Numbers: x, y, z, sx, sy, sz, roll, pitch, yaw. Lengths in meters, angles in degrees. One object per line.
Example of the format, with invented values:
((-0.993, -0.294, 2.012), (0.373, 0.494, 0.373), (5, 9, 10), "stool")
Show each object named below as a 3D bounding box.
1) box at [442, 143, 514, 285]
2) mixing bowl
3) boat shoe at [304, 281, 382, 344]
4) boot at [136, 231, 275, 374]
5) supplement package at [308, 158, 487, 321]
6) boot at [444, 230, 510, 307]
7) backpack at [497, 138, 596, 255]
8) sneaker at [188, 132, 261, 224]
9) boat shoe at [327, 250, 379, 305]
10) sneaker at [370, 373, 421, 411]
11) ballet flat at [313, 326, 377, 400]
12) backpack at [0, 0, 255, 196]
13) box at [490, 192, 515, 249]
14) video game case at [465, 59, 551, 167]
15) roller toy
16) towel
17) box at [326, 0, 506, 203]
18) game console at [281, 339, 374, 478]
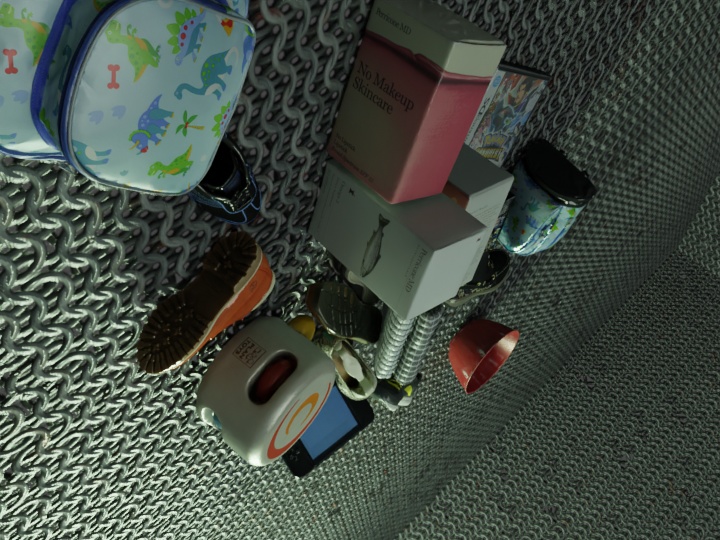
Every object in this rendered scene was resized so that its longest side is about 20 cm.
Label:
((0.110, -0.084, 0.996), (0.106, 0.152, 0.202), (-25, 144, -37), "box")
((0.293, 0.197, 1.681), (0.199, 0.108, 0.201), (-37, 151, -25), "mixing bowl")
((-0.037, 0.070, 1.046), (0.200, 0.073, 0.077), (39, 62, -56), "boat shoe")
((-0.182, 0.055, 0.825), (0.200, 0.075, 0.107), (-47, 158, -8), "boot")
((0.044, -0.053, 0.881), (0.116, 0.200, 0.118), (-20, 142, -43), "supplement package")
((0.224, -0.030, 1.223), (0.202, 0.073, 0.155), (-26, 143, -36), "boot")
((0.344, -0.123, 1.319), (0.152, 0.164, 0.201), (-29, 155, -18), "backpack")
((-0.142, -0.092, 0.685), (0.070, 0.078, 0.200), (-46, 153, -5), "sneaker")
((0.000, 0.000, 1.058), (0.067, 0.057, 0.200), (-46, 158, -2), "boat shoe")
((0.079, 0.252, 1.485), (0.085, 0.074, 0.200), (-59, 161, 7), "sneaker")
((-0.014, 0.175, 1.153), (0.068, 0.075, 0.201), (-44, 129, -14), "ballet flat")
((-0.183, -0.154, 0.470), (0.199, 0.147, 0.185), (0, 124, -53), "backpack")
((0.199, -0.062, 1.275), (0.199, 0.046, 0.160), (-28, 147, -36), "box")
((0.220, -0.246, 1.093), (0.199, 0.025, 0.182), (-11, 134, -51), "video game case")
((-0.136, 0.165, 0.957), (0.202, 0.139, 0.182), (-61, 162, 17), "roller toy")
((0.084, 0.062, 1.113), (0.201, 0.084, 0.167), (-80, -176, -49), "towel")
((0.060, -0.202, 0.795), (0.108, 0.128, 0.202), (-17, 139, -45), "box")
((-0.065, 0.244, 1.195), (0.199, 0.172, 0.118), (-32, -179, -29), "game console")
